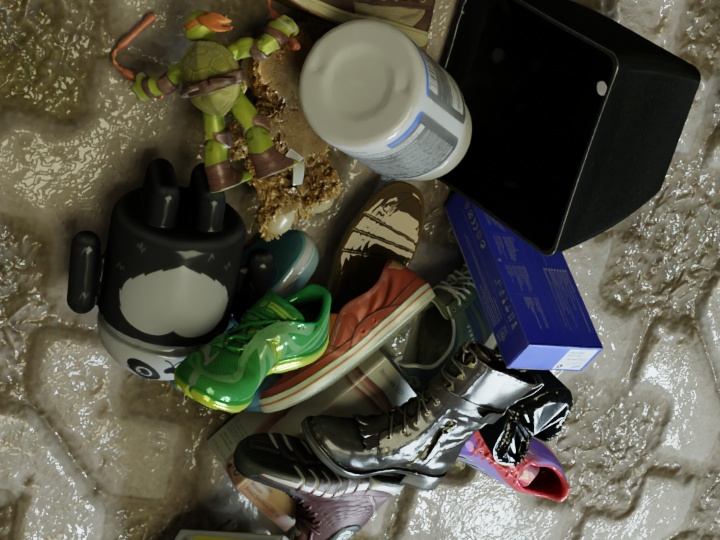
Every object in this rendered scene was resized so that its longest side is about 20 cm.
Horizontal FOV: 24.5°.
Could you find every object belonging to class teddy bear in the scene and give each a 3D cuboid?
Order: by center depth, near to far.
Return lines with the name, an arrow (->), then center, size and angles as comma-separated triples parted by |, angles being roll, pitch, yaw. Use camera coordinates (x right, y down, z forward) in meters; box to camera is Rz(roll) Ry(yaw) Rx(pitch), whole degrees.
teddy bear -> -0.072, -0.125, 1.502 | 0.145, 0.067, 0.200 | -41, 131, -21

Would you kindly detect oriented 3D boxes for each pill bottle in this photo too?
pill bottle -> 0.029, -0.144, 1.480 | 0.114, 0.114, 0.200 | -48, 161, 6

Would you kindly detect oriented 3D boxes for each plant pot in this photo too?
plant pot -> 0.203, -0.152, 1.576 | 0.177, 0.200, 0.200 | -8, 124, -39

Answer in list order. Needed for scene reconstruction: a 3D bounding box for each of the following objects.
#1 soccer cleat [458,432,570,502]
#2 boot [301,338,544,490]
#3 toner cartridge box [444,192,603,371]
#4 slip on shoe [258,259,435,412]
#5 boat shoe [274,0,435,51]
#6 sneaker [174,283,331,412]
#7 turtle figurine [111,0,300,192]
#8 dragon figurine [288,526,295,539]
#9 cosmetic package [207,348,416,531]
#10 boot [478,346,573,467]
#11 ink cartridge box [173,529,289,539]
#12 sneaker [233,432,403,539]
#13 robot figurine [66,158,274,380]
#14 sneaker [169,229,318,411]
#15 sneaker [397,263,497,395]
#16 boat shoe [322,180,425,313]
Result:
soccer cleat -> 0.158, 0.205, 1.854 | 0.200, 0.073, 0.068 | 27, 104, -39
boot -> 0.059, 0.128, 1.607 | 0.200, 0.069, 0.174 | 16, 125, -37
toner cartridge box -> 0.159, 0.005, 1.640 | 0.095, 0.200, 0.043 | 6, 140, -33
slip on shoe -> -0.021, 0.065, 1.587 | 0.200, 0.061, 0.074 | -40, 174, 5
boat shoe -> -0.012, -0.252, 1.466 | 0.200, 0.072, 0.072 | 15, 98, -36
sneaker -> -0.095, 0.061, 1.475 | 0.200, 0.074, 0.084 | -32, 145, -52
turtle figurine -> -0.108, -0.155, 1.394 | 0.199, 0.064, 0.162 | -17, 99, 17
dragon figurine -> -0.036, 0.315, 1.823 | 0.099, 0.059, 0.200 | -40, 128, 3
cosmetic package -> -0.043, 0.157, 1.698 | 0.200, 0.087, 0.103 | -42, 130, 1
boot -> 0.177, 0.088, 1.726 | 0.200, 0.168, 0.076 | -49, 130, 7
ink cartridge box -> -0.105, 0.334, 1.743 | 0.198, 0.200, 0.047 | 46, 56, -39
sneaker -> -0.056, 0.230, 1.635 | 0.200, 0.076, 0.116 | 15, 116, -37
robot figurine -> -0.171, 0.003, 1.497 | 0.125, 0.150, 0.201 | -37, 145, -57
sneaker -> -0.083, 0.055, 1.617 | 0.130, 0.080, 0.200 | 30, 112, -37
sneaker -> 0.100, 0.039, 1.675 | 0.090, 0.067, 0.201 | 39, 69, -41
boat shoe -> 0.000, 0.000, 1.637 | 0.072, 0.065, 0.200 | 21, 101, -16
